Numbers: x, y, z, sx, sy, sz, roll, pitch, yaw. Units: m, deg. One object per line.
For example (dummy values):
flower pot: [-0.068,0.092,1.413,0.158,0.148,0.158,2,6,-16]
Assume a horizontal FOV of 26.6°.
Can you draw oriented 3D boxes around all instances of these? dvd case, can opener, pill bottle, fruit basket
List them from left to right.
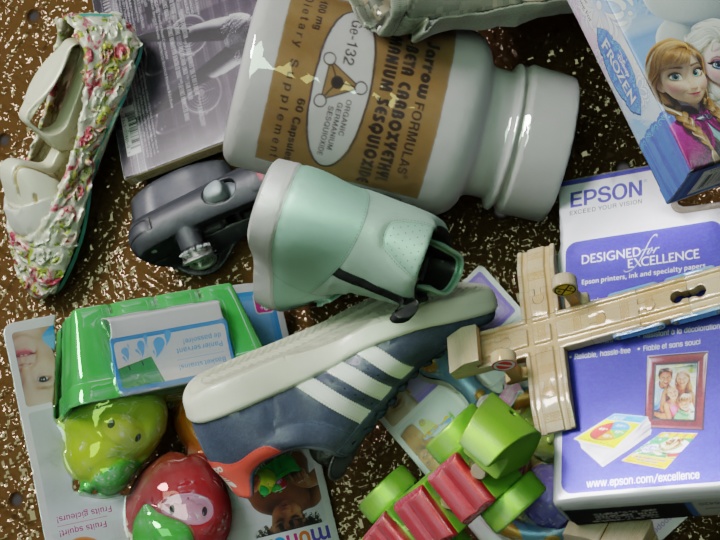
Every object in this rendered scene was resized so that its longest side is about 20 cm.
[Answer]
fruit basket: [-0.109,0.113,0.929,0.183,0.094,0.203,-9,72,-24]
dvd case: [-0.083,-0.158,1.041,0.198,0.016,0.151,-19,67,12]
can opener: [-0.062,-0.055,0.995,0.198,0.063,0.080,-21,73,11]
pill bottle: [0.025,-0.096,0.912,0.197,0.114,0.116,14,81,-4]

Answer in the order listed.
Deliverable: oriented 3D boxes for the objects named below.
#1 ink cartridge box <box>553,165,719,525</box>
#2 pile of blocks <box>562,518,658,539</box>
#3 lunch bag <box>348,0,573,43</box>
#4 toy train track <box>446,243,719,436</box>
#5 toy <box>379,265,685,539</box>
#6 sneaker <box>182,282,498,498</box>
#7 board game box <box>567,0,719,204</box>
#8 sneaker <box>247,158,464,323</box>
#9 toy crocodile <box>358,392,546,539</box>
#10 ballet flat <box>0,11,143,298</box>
ink cartridge box: [0.204,0.032,0.833,0.195,0.047,0.203,-9,59,26]
pile of blocks: [0.186,0.213,0.841,0.199,0.082,0.062,35,55,4]
lunch bag: [0.057,-0.231,0.888,0.162,0.118,0.203,-11,78,-21]
toy train track: [0.136,0.020,0.830,0.198,0.033,0.116,-16,57,21]
toy: [0.094,0.105,0.925,0.115,0.047,0.200,-43,70,5]
sneaker: [-0.003,0.072,0.906,0.198,0.075,0.086,-22,100,-10]
board game box: [0.210,-0.159,0.817,0.198,0.043,0.201,-19,72,-17]
sneaker: [0.000,0.000,0.904,0.117,0.201,0.075,21,81,5]
toy crocodile: [0.044,0.137,0.879,0.068,0.062,0.200,49,135,9]
ballet flat: [-0.208,-0.083,1.028,0.075,0.063,0.203,19,92,44]
